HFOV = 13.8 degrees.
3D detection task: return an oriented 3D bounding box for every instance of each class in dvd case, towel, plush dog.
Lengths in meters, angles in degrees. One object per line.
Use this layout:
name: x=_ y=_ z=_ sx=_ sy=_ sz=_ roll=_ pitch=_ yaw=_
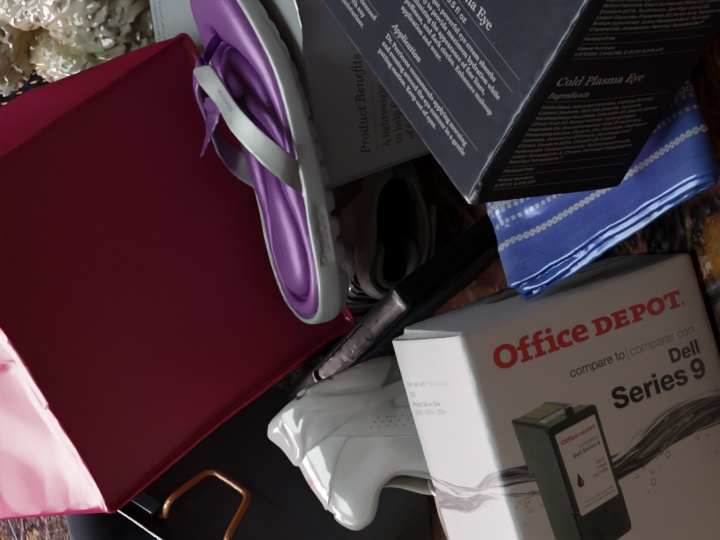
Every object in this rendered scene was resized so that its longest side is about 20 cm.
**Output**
dvd case: x=0.041 y=0.008 z=1.631 sx=0.018 sy=0.143 sz=0.200 roll=51 pitch=154 yaw=4
towel: x=0.096 y=-0.102 z=1.489 sx=0.145 sy=0.024 sz=0.200 roll=-33 pitch=68 yaw=40
plush dog: x=-0.127 y=-0.155 z=1.803 sx=0.172 sy=0.200 sz=0.160 roll=42 pitch=168 yaw=-30

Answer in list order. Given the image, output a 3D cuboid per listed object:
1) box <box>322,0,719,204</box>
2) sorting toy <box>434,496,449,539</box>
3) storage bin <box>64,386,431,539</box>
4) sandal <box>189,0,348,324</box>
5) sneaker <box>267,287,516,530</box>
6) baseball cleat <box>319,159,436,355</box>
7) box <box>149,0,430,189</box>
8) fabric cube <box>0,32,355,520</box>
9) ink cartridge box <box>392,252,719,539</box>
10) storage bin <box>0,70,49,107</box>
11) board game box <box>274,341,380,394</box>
box: x=0.077 y=-0.167 z=1.408 sx=0.200 sy=0.104 sz=0.182 roll=56 pitch=135 yaw=29
sorting toy: x=0.075 y=0.137 z=1.721 sx=0.200 sy=0.107 sz=0.180 roll=86 pitch=163 yaw=-44
storage bin: x=-0.059 y=0.147 z=1.747 sx=0.200 sy=0.134 sz=0.146 roll=31 pitch=152 yaw=23
sandal: x=-0.058 y=-0.066 z=1.575 sx=0.082 sy=0.050 sz=0.203 roll=-20 pitch=90 yaw=63
sneaker: x=0.055 y=0.076 z=1.588 sx=0.100 sy=0.200 sz=0.078 roll=61 pitch=168 yaw=7
baseball cleat: x=0.000 y=0.000 z=1.783 sx=0.200 sy=0.070 sz=0.107 roll=95 pitch=163 yaw=-44
box: x=-0.027 y=-0.177 z=1.649 sx=0.200 sy=0.131 sz=0.199 roll=34 pitch=137 yaw=54
fabric cube: x=-0.163 y=0.010 z=1.669 sx=0.199 sy=0.196 sz=0.200 roll=-11 pitch=112 yaw=57
ink cartridge box: x=0.119 y=0.105 z=1.527 sx=0.084 sy=0.146 sz=0.200 roll=-7 pitch=102 yaw=66
storage bin: x=-0.212 y=-0.176 z=1.945 sx=0.135 sy=0.200 sz=0.094 roll=53 pitch=140 yaw=35
board game box: x=-0.038 y=0.090 z=1.856 sx=0.200 sy=0.062 sz=0.200 roll=40 pitch=153 yaw=9
